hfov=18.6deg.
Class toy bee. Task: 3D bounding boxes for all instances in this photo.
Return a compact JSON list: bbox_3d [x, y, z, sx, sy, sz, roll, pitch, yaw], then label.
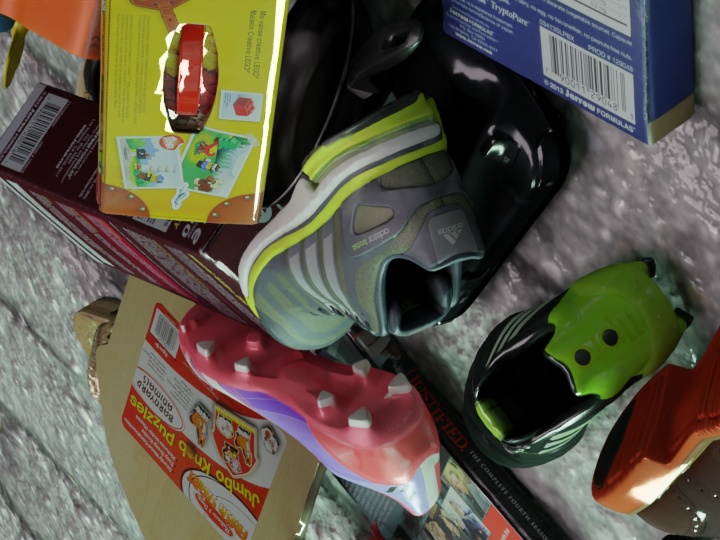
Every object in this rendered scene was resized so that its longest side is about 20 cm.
[{"bbox_3d":[-0.192,-0.181,1.207,0.200,0.109,0.131,45,120,10],"label":"toy bee"}]

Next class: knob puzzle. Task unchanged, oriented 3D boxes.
[{"bbox_3d":[-0.091,0.108,1.331,0.219,0.030,0.220,23,123,40],"label":"knob puzzle"}]

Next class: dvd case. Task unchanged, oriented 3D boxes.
[{"bbox_3d":[0.042,0.126,1.212,0.200,0.022,0.146,48,153,17],"label":"dvd case"}]

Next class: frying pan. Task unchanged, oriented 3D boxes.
[{"bbox_3d":[-0.007,-0.098,0.991,0.031,0.115,0.190,19,146,-22],"label":"frying pan"}]

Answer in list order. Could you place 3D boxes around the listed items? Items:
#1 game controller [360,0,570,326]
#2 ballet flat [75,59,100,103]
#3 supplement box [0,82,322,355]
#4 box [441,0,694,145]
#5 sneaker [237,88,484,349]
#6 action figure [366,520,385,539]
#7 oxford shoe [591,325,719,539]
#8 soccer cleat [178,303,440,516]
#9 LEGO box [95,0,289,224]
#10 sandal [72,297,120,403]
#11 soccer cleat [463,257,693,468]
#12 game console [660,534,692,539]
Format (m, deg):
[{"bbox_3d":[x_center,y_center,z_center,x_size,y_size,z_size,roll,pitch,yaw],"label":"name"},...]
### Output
[{"bbox_3d":[0.037,-0.049,1.014,0.105,0.042,0.200,66,157,16],"label":"game controller"},{"bbox_3d":[-0.115,-0.102,1.186,0.200,0.057,0.067,-5,114,62],"label":"ballet flat"},{"bbox_3d":[-0.100,-0.030,1.180,0.200,0.061,0.109,22,164,44],"label":"supplement box"},{"bbox_3d":[0.072,-0.155,0.827,0.121,0.032,0.200,35,148,38],"label":"box"},{"bbox_3d":[0.000,0.000,0.993,0.081,0.074,0.200,62,158,15],"label":"sneaker"},{"bbox_3d":[-0.013,0.174,1.246,0.200,0.065,0.052,31,-133,-71],"label":"action figure"},{"bbox_3d":[0.168,0.056,0.883,0.072,0.071,0.200,28,151,-8],"label":"oxford shoe"},{"bbox_3d":[-0.030,0.068,1.183,0.200,0.067,0.077,25,143,47],"label":"soccer cleat"},{"bbox_3d":[-0.071,-0.139,0.956,0.200,0.077,0.149,102,171,-55],"label":"LEGO box"},{"bbox_3d":[-0.148,0.063,1.417,0.211,0.070,0.078,5,124,59],"label":"sandal"},{"bbox_3d":[0.077,0.052,0.996,0.068,0.081,0.200,54,154,7],"label":"soccer cleat"},{"bbox_3d":[0.211,0.239,1.047,0.200,0.116,0.176,88,171,-46],"label":"game console"}]
